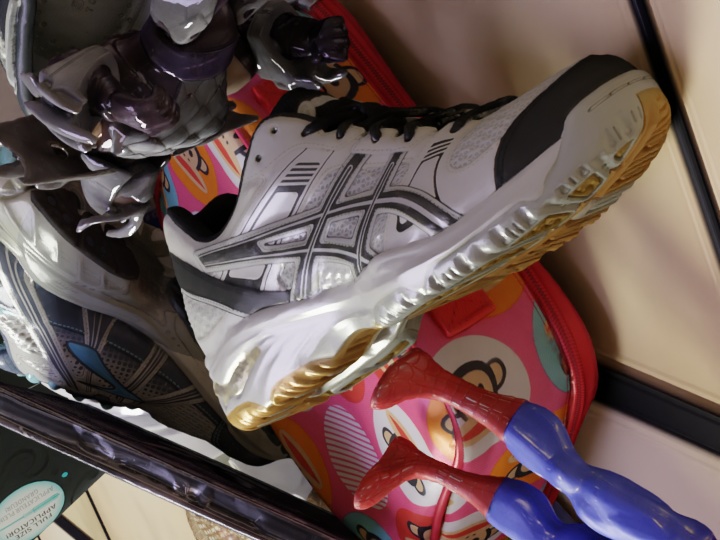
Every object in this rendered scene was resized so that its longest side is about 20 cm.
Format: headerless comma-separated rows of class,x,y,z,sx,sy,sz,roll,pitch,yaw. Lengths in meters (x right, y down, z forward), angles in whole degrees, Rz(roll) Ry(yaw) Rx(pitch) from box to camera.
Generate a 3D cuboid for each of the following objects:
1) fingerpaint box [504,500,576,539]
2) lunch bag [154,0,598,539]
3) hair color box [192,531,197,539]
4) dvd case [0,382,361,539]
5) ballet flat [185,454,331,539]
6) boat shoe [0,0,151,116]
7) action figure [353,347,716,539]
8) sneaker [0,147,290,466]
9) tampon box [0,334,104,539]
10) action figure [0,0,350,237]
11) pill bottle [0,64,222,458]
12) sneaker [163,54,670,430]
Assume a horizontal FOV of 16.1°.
fingerpaint box,0.055,0.195,0.933,0.200,0.166,0.074,47,156,33
lunch bag,0.000,0.000,0.922,0.200,0.082,0.177,54,160,21
hair color box,-0.004,0.173,1.219,0.200,0.061,0.102,15,131,64
dvd case,-0.066,0.083,1.005,0.148,0.016,0.200,23,177,8
ballet flat,-0.042,0.099,1.192,0.065,0.071,0.200,43,161,-25
boat shoe,-0.070,-0.134,0.828,0.061,0.075,0.201,-104,26,-51
action figure,0.080,0.102,0.773,0.199,0.099,0.066,22,128,18
sneaker,-0.102,0.019,1.040,0.200,0.086,0.078,44,-149,-34
tampon box,-0.197,0.020,1.269,0.126,0.150,0.200,46,178,38
action figure,-0.046,-0.084,0.793,0.069,0.130,0.201,37,125,12
pill bottle,-0.107,-0.012,1.125,0.120,0.119,0.201,40,152,46
sneaker,0.006,-0.025,0.785,0.200,0.075,0.088,-34,79,39
